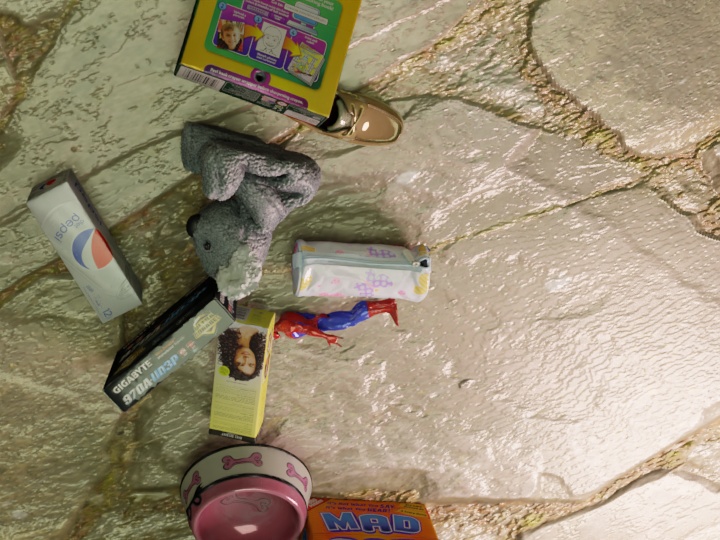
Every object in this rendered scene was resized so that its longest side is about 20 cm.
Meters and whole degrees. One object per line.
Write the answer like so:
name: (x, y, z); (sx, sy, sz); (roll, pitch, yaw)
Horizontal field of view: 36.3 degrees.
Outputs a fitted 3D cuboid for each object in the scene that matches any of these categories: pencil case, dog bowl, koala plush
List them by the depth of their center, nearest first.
koala plush: (-0.157, -0.071, 1.462); (0.183, 0.177, 0.201); (11, 105, -24)
pencil case: (0.000, 0.000, 1.552); (0.199, 0.091, 0.083); (2, 88, -9)
dog bowl: (-0.168, 0.351, 1.635); (0.199, 0.074, 0.201); (-4, 130, -5)

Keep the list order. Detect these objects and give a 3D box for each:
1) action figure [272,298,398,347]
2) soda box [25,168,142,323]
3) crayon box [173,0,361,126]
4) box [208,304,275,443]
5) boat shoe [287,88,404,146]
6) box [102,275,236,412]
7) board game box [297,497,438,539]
action figure: (-0.046, 0.077, 1.585); (0.199, 0.065, 0.052); (-6, 110, -1)
soda box: (-0.370, -0.032, 1.490); (0.063, 0.068, 0.200); (-27, 112, 1)
crayon box: (-0.116, -0.301, 1.402); (0.199, 0.058, 0.173); (18, 78, -16)
box: (-0.171, 0.150, 1.579); (0.075, 0.050, 0.201); (10, 118, 5)
boat shoe: (-0.032, -0.208, 1.483); (0.199, 0.066, 0.074); (13, 108, -14)
box: (-0.256, 0.092, 1.506); (0.200, 0.159, 0.046); (-39, 105, 6)
board game box: (0.008, 0.490, 1.680); (0.199, 0.200, 0.201); (6, 109, -12)
